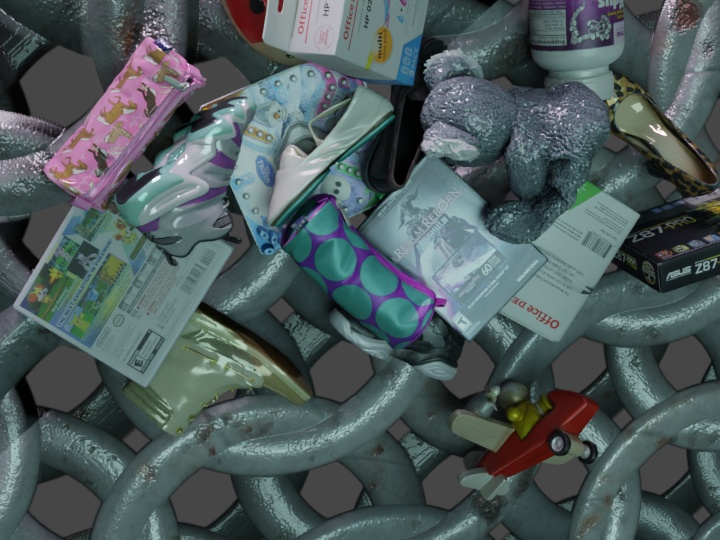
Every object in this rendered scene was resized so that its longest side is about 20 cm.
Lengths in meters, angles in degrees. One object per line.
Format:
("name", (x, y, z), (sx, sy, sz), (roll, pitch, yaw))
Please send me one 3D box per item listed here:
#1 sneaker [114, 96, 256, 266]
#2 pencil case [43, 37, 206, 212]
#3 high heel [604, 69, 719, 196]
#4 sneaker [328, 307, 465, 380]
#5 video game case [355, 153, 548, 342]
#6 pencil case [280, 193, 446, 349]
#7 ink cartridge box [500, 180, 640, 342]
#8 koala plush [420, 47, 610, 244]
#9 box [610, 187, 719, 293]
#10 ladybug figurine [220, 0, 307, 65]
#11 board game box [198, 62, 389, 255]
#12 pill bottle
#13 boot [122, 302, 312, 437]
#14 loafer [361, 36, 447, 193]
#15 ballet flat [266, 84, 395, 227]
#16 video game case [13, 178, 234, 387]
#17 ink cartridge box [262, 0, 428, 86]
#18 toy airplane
("sneaker", (-0.165, -0.090, 1.029), (0.200, 0.078, 0.140), (-47, 123, -20))
("pencil case", (-0.258, -0.157, 1.002), (0.083, 0.087, 0.200), (38, 88, -7))
("high heel", (0.373, -0.179, 1.153), (0.071, 0.143, 0.200), (-43, 113, 1))
("sneaker", (0.060, 0.061, 1.182), (0.200, 0.075, 0.114), (24, 98, -26))
("video game case", (0.110, -0.030, 1.131), (0.200, 0.019, 0.143), (42, 97, -4))
("pencil case", (0.000, 0.000, 1.086), (0.200, 0.085, 0.092), (42, 112, -10))
("ink cartridge box", (0.241, -0.030, 1.195), (0.146, 0.084, 0.200), (29, 98, -21))
("koala plush", (0.157, -0.160, 1.043), (0.200, 0.178, 0.184), (21, 145, -17))
("box", (0.437, -0.043, 1.205), (0.200, 0.161, 0.049), (-17, 112, -9))
("ladybug figurine", (-0.091, -0.324, 1.014), (0.136, 0.072, 0.200), (-26, 112, -6))
("board game box", (-0.065, -0.141, 1.105), (0.200, 0.026, 0.200), (-25, 112, -7))
("pill bottle", (0.258, -0.306, 1.097), (0.112, 0.112, 0.201), (-12, 110, -12))
("boot", (-0.175, 0.147, 1.141), (0.200, 0.072, 0.155), (36, 94, -16))
("loafer", (0.066, -0.183, 1.091), (0.072, 0.063, 0.200), (23, 88, -29))
("ballet flat", (-0.049, -0.137, 1.066), (0.200, 0.069, 0.069), (-43, 113, 6))
("video game case", (-0.276, 0.007, 1.071), (0.182, 0.022, 0.200), (32, 97, -7))
("ink cartridge box", (-0.010, -0.276, 0.990), (0.200, 0.068, 0.115), (3, 98, -55))
("toy airplane", (0.214, 0.223, 1.257), (0.199, 0.141, 0.200), (-9, 146, -2))
